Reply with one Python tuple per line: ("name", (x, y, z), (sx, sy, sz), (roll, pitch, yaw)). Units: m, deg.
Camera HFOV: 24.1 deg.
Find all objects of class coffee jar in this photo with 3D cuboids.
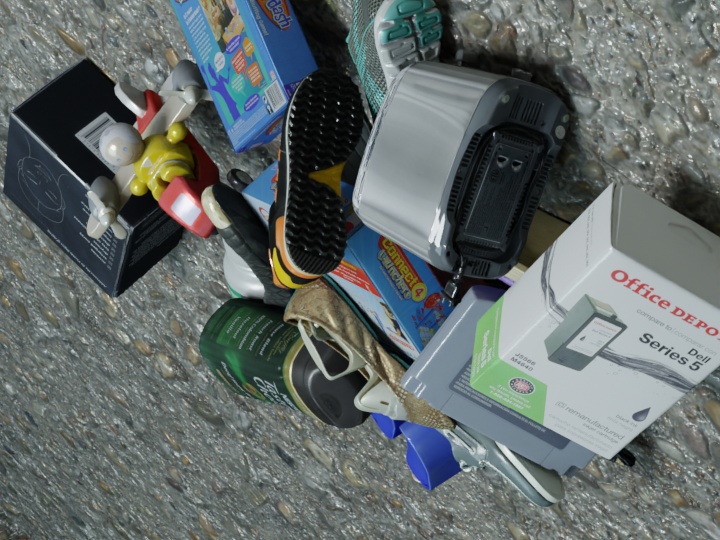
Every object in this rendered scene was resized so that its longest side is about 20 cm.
("coffee jar", (-0.068, 0.094, 1.710), (0.200, 0.085, 0.104), (12, 147, 48))

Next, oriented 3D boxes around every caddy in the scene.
("caddy", (0.076, 0.142, 1.772), (0.141, 0.105, 0.200), (54, 171, 19))

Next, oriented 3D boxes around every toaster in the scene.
("toaster", (0.077, -0.082, 1.412), (0.129, 0.114, 0.200), (28, 103, 45))

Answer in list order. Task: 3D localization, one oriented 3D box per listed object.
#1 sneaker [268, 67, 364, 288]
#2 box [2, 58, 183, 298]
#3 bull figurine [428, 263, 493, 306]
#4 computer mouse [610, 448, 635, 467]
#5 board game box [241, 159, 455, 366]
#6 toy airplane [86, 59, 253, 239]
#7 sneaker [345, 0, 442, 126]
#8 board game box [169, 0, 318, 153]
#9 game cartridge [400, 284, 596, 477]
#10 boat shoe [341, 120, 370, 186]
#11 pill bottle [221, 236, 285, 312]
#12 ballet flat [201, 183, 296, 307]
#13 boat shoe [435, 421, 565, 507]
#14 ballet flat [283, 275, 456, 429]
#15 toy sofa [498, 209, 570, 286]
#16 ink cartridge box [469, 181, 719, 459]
("sneaker", (-0.050, -0.079, 1.477), (0.070, 0.200, 0.090), (15, 156, -21))
("box", (-0.309, -0.105, 1.991), (0.200, 0.124, 0.197), (44, 151, 7))
("bull figurine", (0.122, 0.064, 1.649), (0.200, 0.065, 0.121), (54, 159, -2))
("computer mouse", (0.189, 0.154, 1.680), (0.200, 0.034, 0.059), (26, 165, 43))
("board game box", (0.000, 0.000, 1.601), (0.200, 0.056, 0.196), (26, 155, 54))
("toy airplane", (-0.214, -0.132, 1.751), (0.199, 0.141, 0.200), (0, 83, 42))
("sneaker", (0.029, -0.180, 1.482), (0.091, 0.077, 0.200), (49, 155, 36))
("board game box", (-0.113, -0.227, 1.574), (0.200, 0.045, 0.152), (66, 153, 3))
("game cartridge", (0.154, 0.098, 1.545), (0.200, 0.133, 0.042), (30, -165, -20))
("boat shoe", (-0.019, -0.091, 1.642), (0.067, 0.074, 0.200), (6, 132, 50))
("pill bottle", (-0.086, 0.017, 1.838), (0.113, 0.113, 0.200), (27, 146, 35))
("ballet flat", (-0.108, -0.017, 1.674), (0.057, 0.067, 0.200), (-17, 142, 17))
("boat shoe", (0.115, 0.160, 1.624), (0.200, 0.073, 0.062), (46, 111, 21))
("ballet flat", (0.004, 0.092, 1.590), (0.200, 0.065, 0.071), (45, 166, 7))
("toy sofa", (0.139, -0.015, 1.504), (0.200, 0.083, 0.098), (29, 146, 32))
("ink cartridge box", (0.204, 0.044, 1.367), (0.145, 0.084, 0.200), (28, 132, -14))
